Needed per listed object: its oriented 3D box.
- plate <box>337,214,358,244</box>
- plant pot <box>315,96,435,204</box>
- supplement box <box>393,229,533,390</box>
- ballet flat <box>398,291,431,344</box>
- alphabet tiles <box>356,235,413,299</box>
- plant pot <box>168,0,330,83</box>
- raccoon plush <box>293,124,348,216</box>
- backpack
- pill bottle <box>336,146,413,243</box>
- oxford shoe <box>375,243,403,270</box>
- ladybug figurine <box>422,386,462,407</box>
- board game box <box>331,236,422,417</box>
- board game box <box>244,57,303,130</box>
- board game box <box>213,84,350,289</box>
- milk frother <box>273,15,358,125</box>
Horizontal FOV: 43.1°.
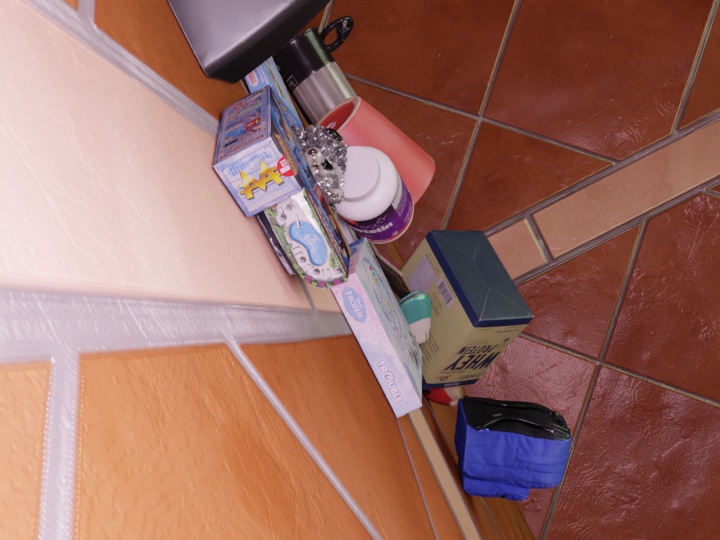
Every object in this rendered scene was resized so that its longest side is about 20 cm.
[{"bbox_3d":[0.000,0.000,1.471,0.201,0.032,0.201,58,9,-44],"label":"plate"},{"bbox_3d":[0.002,-0.187,1.577,0.177,0.200,0.201,45,12,-22],"label":"plant pot"},{"bbox_3d":[0.164,0.069,1.621,0.133,0.201,0.202,0,51,-36],"label":"supplement box"},{"bbox_3d":[0.088,0.094,1.518,0.200,0.066,0.071,106,-37,-71],"label":"ballet flat"},{"bbox_3d":[0.029,-0.015,1.573,0.200,0.008,0.168,41,-12,41],"label":"alphabet tiles"},{"bbox_3d":[-0.132,-0.353,1.052,0.202,0.175,0.200,63,6,-7],"label":"plant pot"},{"bbox_3d":[-0.044,-0.096,1.209,0.201,0.095,0.135,59,15,-48],"label":"raccoon plush"},{"bbox_3d":[0.274,0.322,1.651,0.163,0.196,0.171,-93,-173,-71],"label":"backpack"},{"bbox_3d":[0.012,-0.118,1.395,0.114,0.111,0.200,65,8,18],"label":"pill bottle"},{"bbox_3d":[0.021,-0.033,1.756,0.074,0.070,0.202,24,-33,57],"label":"oxford shoe"},{"bbox_3d":[0.136,0.178,1.753,0.136,0.071,0.202,58,8,-52],"label":"ladybug figurine"},{"bbox_3d":[0.027,0.072,1.265,0.202,0.043,0.199,64,9,-11],"label":"board game box"},{"bbox_3d":[-0.150,-0.302,1.381,0.153,0.036,0.200,66,6,12],"label":"board game box"},{"bbox_3d":[-0.079,-0.076,0.889,0.202,0.061,0.200,64,6,-10],"label":"board game box"},{"bbox_3d":[-0.054,-0.397,1.851,0.190,0.198,0.180,57,-3,-5],"label":"milk frother"}]
